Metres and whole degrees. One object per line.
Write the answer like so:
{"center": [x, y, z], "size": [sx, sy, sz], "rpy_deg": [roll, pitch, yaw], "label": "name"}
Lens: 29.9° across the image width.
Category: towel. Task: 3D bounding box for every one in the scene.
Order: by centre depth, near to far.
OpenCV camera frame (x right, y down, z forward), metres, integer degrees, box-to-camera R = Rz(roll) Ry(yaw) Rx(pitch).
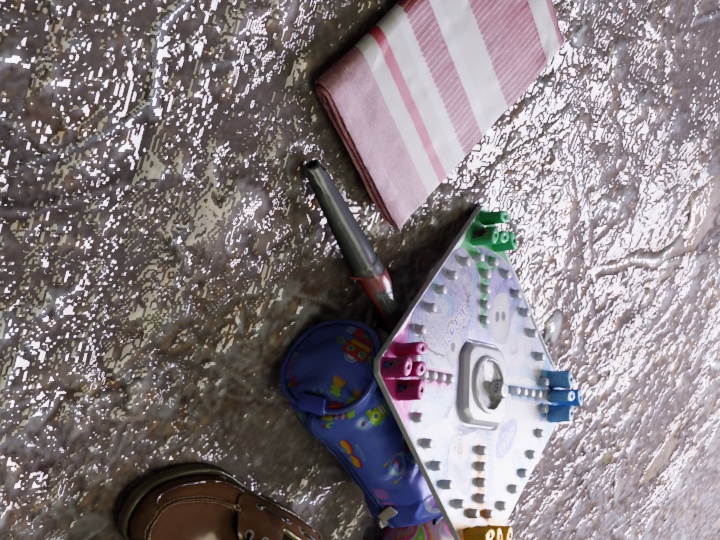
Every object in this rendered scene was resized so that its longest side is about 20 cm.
{"center": [0.059, -0.144, 0.933], "size": [0.200, 0.023, 0.145], "rpy_deg": [-47, 139, -16], "label": "towel"}

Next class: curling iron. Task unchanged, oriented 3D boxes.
{"center": [0.000, 0.000, 0.952], "size": [0.026, 0.049, 0.201], "rpy_deg": [-44, 135, -17], "label": "curling iron"}

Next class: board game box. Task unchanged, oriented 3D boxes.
{"center": [0.098, 0.086, 1.020], "size": [0.200, 0.026, 0.202], "rpy_deg": [-53, 127, -42], "label": "board game box"}

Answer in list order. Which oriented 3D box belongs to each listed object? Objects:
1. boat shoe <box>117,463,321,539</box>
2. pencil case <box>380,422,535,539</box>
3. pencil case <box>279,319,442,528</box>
{"center": [-0.085, 0.191, 0.964], "size": [0.199, 0.068, 0.073], "rpy_deg": [24, 98, -52], "label": "boat shoe"}
{"center": [0.076, 0.193, 1.130], "size": [0.087, 0.087, 0.202], "rpy_deg": [19, 99, -51], "label": "pencil case"}
{"center": [0.009, 0.122, 1.010], "size": [0.088, 0.077, 0.201], "rpy_deg": [-66, 147, -28], "label": "pencil case"}
